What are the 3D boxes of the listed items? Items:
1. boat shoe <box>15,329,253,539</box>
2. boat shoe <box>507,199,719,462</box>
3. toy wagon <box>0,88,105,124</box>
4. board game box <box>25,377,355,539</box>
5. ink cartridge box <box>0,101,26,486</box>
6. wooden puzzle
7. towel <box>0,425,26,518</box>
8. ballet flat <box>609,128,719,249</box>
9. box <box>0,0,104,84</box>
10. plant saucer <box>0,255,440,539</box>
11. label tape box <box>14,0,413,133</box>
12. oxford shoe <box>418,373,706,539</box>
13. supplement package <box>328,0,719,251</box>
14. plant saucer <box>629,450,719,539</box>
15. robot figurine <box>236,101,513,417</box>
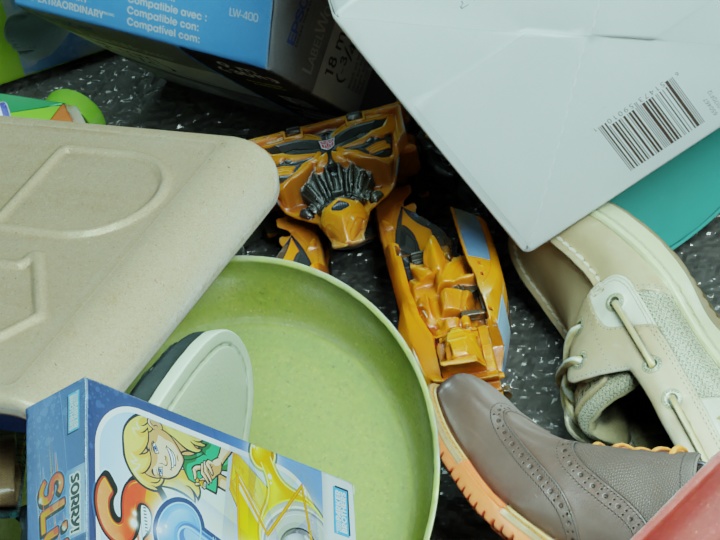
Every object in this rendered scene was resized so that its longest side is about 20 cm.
[{"bbox_3d":[-0.104,0.108,1.088,0.066,0.075,0.200,10,72,32],"label":"boat shoe"},{"bbox_3d":[0.110,0.039,1.169,0.065,0.072,0.200,-27,48,-17],"label":"boat shoe"},{"bbox_3d":[-0.217,-0.035,1.360,0.200,0.040,0.155,10,46,24],"label":"toy wagon"},{"bbox_3d":[-0.054,0.150,1.003,0.034,0.135,0.200,-28,53,36],"label":"board game box"},{"bbox_3d":[-0.220,0.040,1.244,0.200,0.043,0.197,-16,57,-6],"label":"ink cartridge box"},{"bbox_3d":[-0.155,0.001,1.152,0.200,0.046,0.185,10,38,23],"label":"wooden puzzle"},{"bbox_3d":[-0.201,0.045,1.156,0.146,0.022,0.200,-8,32,1],"label":"towel"},{"bbox_3d":[0.156,-0.082,1.260,0.200,0.071,0.065,-45,35,4],"label":"ballet flat"},{"bbox_3d":[-0.143,-0.164,1.421,0.200,0.122,0.048,-19,37,-6],"label":"box"},{"bbox_3d":[-0.057,0.092,1.136,0.200,0.031,0.200,-10,64,20],"label":"plant saucer"},{"bbox_3d":[-0.074,-0.124,1.304,0.144,0.200,0.063,17,86,30],"label":"label tape box"},{"bbox_3d":[0.100,0.091,1.096,0.200,0.071,0.073,42,97,34],"label":"oxford shoe"},{"bbox_3d":[0.070,-0.147,1.215,0.152,0.151,0.200,-33,35,11],"label":"supplement package"},{"bbox_3d":[0.118,0.190,0.970,0.200,0.037,0.200,-46,47,5],"label":"plant saucer"},{"bbox_3d":[0.000,0.000,1.247,0.145,0.058,0.200,-15,42,1],"label":"robot figurine"}]
